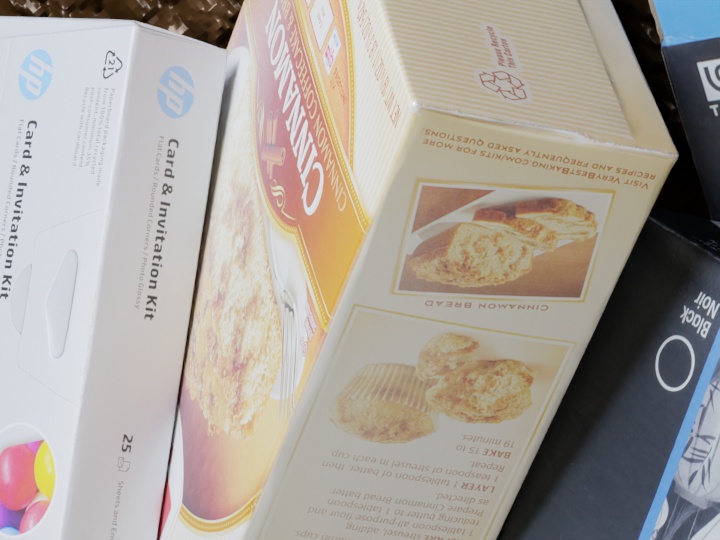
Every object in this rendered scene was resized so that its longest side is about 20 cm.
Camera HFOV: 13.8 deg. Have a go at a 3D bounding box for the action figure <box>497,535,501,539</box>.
[{"bbox_3d":[0.106,0.163,0.882,0.055,0.118,0.200,-39,102,22],"label":"action figure"}]

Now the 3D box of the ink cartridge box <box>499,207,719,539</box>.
[{"bbox_3d":[0.074,0.094,0.756,0.099,0.039,0.201,35,111,47],"label":"ink cartridge box"}]

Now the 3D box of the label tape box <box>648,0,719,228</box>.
[{"bbox_3d":[0.166,-0.025,0.773,0.144,0.063,0.201,-8,109,30],"label":"label tape box"}]

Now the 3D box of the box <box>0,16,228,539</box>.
[{"bbox_3d":[-0.131,0.004,0.873,0.199,0.041,0.157,5,86,44],"label":"box"}]

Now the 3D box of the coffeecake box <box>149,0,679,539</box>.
[{"bbox_3d":[0.000,0.000,0.807,0.073,0.154,0.201,10,124,-19],"label":"coffeecake box"}]
